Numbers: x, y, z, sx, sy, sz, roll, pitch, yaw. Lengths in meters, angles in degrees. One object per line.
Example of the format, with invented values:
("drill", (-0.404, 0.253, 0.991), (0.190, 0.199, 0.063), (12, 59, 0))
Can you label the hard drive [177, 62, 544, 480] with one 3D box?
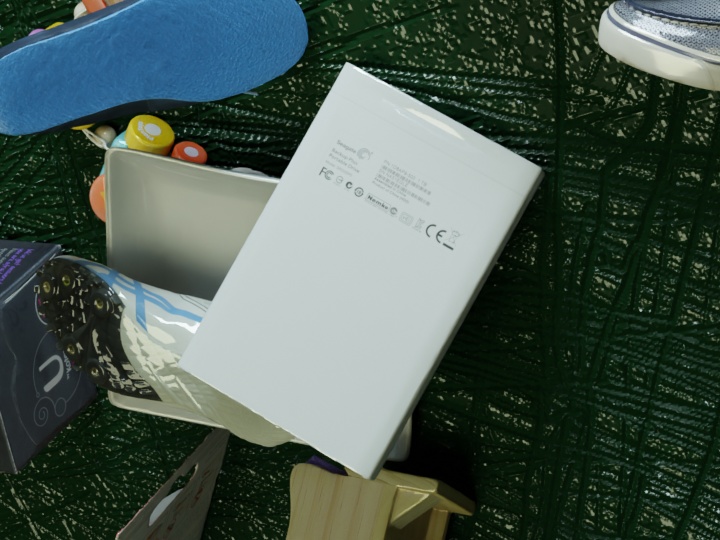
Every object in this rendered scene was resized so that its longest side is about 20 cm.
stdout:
("hard drive", (0.000, 0.000, 1.305), (0.131, 0.027, 0.201), (29, 89, 13))

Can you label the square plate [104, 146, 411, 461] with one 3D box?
("square plate", (-0.059, 0.018, 1.401), (0.199, 0.028, 0.199), (10, 125, 9))

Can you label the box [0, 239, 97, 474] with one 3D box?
("box", (-0.295, 0.050, 1.547), (0.199, 0.106, 0.123), (6, 121, 29))

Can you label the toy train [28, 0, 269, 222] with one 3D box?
("toy train", (-0.138, -0.104, 1.391), (0.150, 0.056, 0.201), (-13, 109, 37))

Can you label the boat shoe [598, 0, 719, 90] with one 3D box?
("boat shoe", (0.221, -0.137, 1.129), (0.199, 0.075, 0.093), (10, 117, 8))

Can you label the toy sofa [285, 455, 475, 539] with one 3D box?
("toy sofa", (-0.005, 0.218, 1.405), (0.097, 0.083, 0.201), (9, 78, 24))

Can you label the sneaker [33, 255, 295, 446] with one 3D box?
("sneaker", (-0.107, 0.044, 1.380), (0.199, 0.072, 0.072), (25, 119, 16))

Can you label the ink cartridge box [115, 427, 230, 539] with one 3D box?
("ink cartridge box", (-0.155, 0.194, 1.506), (0.050, 0.161, 0.201), (25, 127, 14))

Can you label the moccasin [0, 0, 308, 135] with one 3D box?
("moccasin", (-0.132, -0.129, 1.314), (0.068, 0.199, 0.081), (-156, 57, -71))
